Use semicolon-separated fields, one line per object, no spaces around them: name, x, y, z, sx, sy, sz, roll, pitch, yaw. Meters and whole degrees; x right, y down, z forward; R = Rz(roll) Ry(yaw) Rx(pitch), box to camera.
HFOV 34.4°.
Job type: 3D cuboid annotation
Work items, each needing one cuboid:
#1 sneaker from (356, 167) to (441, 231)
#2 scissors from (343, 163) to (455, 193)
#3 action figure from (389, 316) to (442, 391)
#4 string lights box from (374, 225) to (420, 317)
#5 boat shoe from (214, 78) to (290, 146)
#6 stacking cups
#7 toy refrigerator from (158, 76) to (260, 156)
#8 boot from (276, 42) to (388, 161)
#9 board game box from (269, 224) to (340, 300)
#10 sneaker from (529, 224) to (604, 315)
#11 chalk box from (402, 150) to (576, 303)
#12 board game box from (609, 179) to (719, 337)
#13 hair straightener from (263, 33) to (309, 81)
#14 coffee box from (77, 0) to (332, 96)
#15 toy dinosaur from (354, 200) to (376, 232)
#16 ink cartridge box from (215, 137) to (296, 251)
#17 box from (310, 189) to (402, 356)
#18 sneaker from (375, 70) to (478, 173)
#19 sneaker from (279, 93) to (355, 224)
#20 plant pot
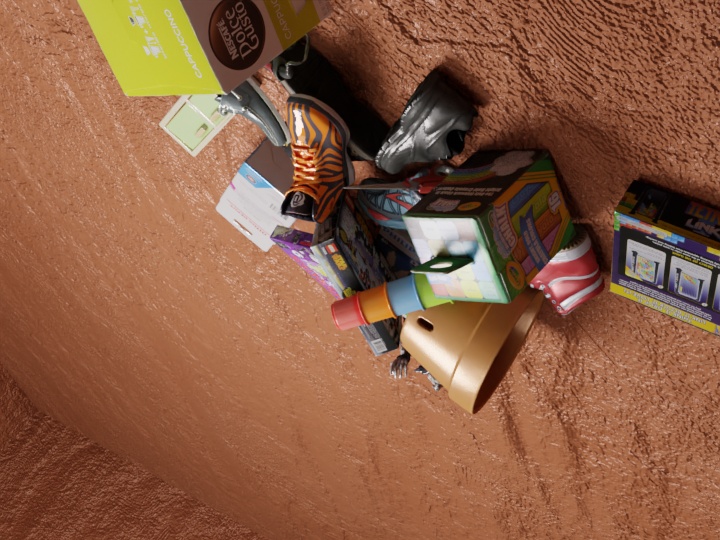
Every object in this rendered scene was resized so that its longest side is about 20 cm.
sneaker;0.080;-0.102;1.563;0.199;0.079;0.096;22;132;32
scissors;0.071;-0.104;1.453;0.073;0.199;0.014;40;126;32
action figure;0.102;0.139;1.880;0.118;0.102;0.200;-6;130;39
string lights box;0.067;-0.016;1.716;0.103;0.059;0.200;37;154;6
boat shoe;-0.171;-0.234;1.536;0.200;0.062;0.073;49;171;-10
stacking cups;0.059;0.029;1.527;0.199;0.061;0.061;-15;134;13
toy refrigerator;-0.225;-0.240;1.705;0.076;0.070;0.200;43;153;-11
boot;-0.067;-0.209;1.562;0.200;0.073;0.150;40;154;-17
board game box;-0.035;0.005;1.739;0.120;0.032;0.200;21;163;49
sneaker;0.228;-0.002;1.528;0.199;0.071;0.113;3;135;45
chalk box;0.144;-0.042;1.399;0.124;0.200;0.124;5;128;47
board game box;0.391;-0.003;1.342;0.199;0.057;0.166;24;153;24
hair straightener;-0.120;-0.296;1.465;0.041;0.077;0.200;25;-170;-38
coffee box;-0.191;-0.333;1.333;0.199;0.198;0.201;9;132;45
toy dinosaur;-0.018;-0.068;1.721;0.047;0.089;0.199;19;168;-34
ink cartridge box;-0.143;-0.115;1.806;0.115;0.068;0.200;40;153;-5
box;0.000;0.000;1.616;0.040;0.137;0.201;-20;121;18
sneaker;0.081;-0.164;1.451;0.090;0.076;0.200;33;156;-4
sneaker;-0.063;-0.129;1.488;0.077;0.112;0.200;14;153;25
plant pot;0.148;0.077;1.611;0.140;0.200;0.200;30;153;16
